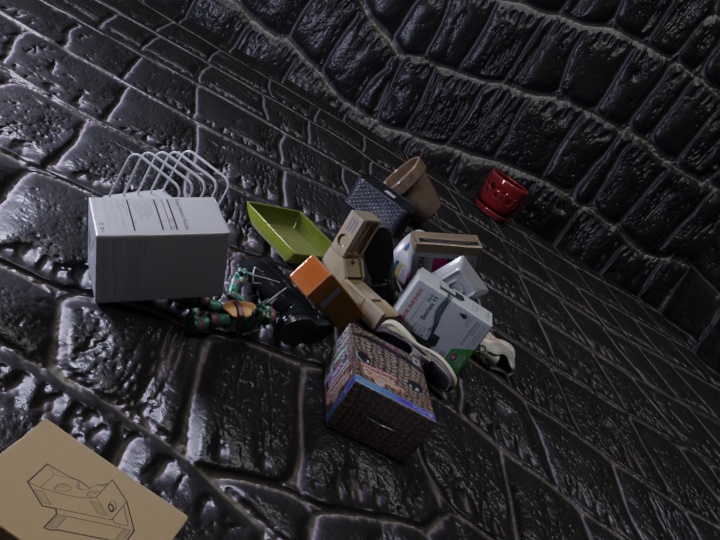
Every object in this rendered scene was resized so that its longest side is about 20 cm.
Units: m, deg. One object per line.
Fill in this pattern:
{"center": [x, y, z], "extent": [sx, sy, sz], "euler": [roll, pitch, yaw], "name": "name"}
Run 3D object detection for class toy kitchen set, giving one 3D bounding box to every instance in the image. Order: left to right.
{"center": [0.000, 0.000, 1.690], "extent": [0.200, 0.181, 0.163], "euler": [42, 21, 27], "name": "toy kitchen set"}

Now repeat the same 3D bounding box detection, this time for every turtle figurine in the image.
{"center": [-0.204, 0.063, 1.319], "extent": [0.198, 0.102, 0.149], "euler": [-1, 21, -35], "name": "turtle figurine"}

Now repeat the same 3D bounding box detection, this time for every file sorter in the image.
{"center": [-0.368, -0.151, 1.528], "extent": [0.138, 0.125, 0.200], "euler": [37, 19, 10], "name": "file sorter"}

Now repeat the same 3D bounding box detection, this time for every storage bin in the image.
{"center": [0.066, -0.205, 2.449], "extent": [0.199, 0.094, 0.135], "euler": [36, 18, 9], "name": "storage bin"}

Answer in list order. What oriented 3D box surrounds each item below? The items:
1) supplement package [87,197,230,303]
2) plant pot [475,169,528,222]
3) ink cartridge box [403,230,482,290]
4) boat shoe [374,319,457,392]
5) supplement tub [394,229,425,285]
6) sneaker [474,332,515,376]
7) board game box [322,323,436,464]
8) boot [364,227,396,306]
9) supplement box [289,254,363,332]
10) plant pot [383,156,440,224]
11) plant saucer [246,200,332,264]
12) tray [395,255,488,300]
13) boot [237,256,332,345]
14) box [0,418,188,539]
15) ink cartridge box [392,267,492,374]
{"center": [-0.317, -0.035, 1.232], "extent": [0.198, 0.122, 0.120], "euler": [-2, 33, -24], "name": "supplement package"}
{"center": [0.637, -0.336, 3.603], "extent": [0.199, 0.183, 0.201], "euler": [30, 19, -12], "name": "plant pot"}
{"center": [0.192, 0.014, 1.879], "extent": [0.163, 0.202, 0.075], "euler": [2, 27, -7], "name": "ink cartridge box"}
{"center": [0.107, 0.182, 1.608], "extent": [0.200, 0.072, 0.065], "euler": [43, 32, 14], "name": "boat shoe"}
{"center": [0.184, 0.006, 2.045], "extent": [0.200, 0.145, 0.144], "euler": [41, 20, 19], "name": "supplement tub"}
{"center": [0.301, 0.187, 1.915], "extent": [0.199, 0.076, 0.092], "euler": [28, 24, -14], "name": "sneaker"}
{"center": [0.027, 0.206, 1.356], "extent": [0.158, 0.097, 0.200], "euler": [29, 19, -16], "name": "board game box"}
{"center": [0.051, -0.018, 1.856], "extent": [0.067, 0.202, 0.131], "euler": [-1, 19, 7], "name": "boot"}
{"center": [-0.062, 0.049, 1.528], "extent": [0.067, 0.069, 0.200], "euler": [45, -2, 31], "name": "supplement box"}
{"center": [0.177, -0.255, 2.655], "extent": [0.175, 0.200, 0.201], "euler": [47, 16, -13], "name": "plant pot"}
{"center": [-0.153, -0.073, 1.819], "extent": [0.200, 0.048, 0.199], "euler": [45, 22, 29], "name": "plant saucer"}
{"center": [0.184, 0.057, 1.809], "extent": [0.108, 0.199, 0.022], "euler": [51, 28, -14], "name": "tray"}
{"center": [-0.159, 0.047, 1.472], "extent": [0.200, 0.066, 0.165], "euler": [49, 10, 22], "name": "boot"}
{"center": [-0.294, 0.250, 0.821], "extent": [0.199, 0.021, 0.164], "euler": [34, 19, 0], "name": "box"}
{"center": [0.175, 0.112, 1.767], "extent": [0.199, 0.147, 0.083], "euler": [32, 20, -2], "name": "ink cartridge box"}
